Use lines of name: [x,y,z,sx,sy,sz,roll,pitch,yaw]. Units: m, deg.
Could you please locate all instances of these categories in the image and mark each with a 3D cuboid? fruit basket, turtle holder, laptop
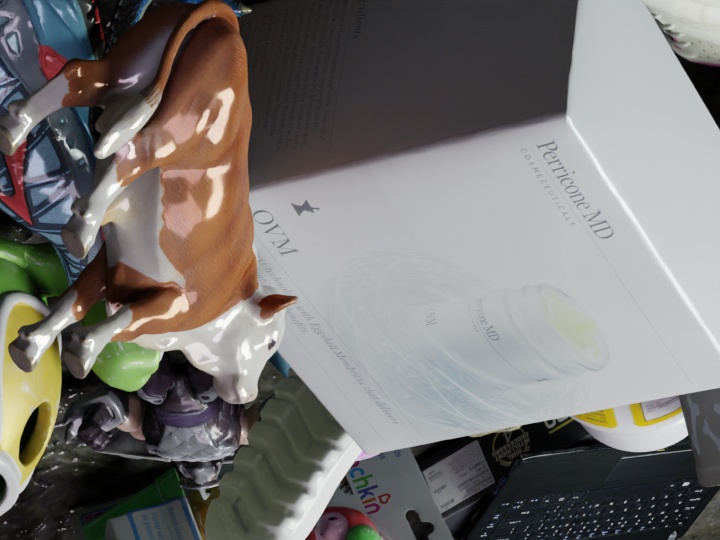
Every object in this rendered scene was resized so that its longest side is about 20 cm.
fruit basket: [-0.048,0.162,1.435,0.199,0.186,0.094,-20,134,-5]
turtle holder: [-0.194,0.054,1.226,0.184,0.132,0.141,-3,143,-24]
laptop: [0.151,0.196,1.590,0.176,0.104,0.200,-5,145,-27]

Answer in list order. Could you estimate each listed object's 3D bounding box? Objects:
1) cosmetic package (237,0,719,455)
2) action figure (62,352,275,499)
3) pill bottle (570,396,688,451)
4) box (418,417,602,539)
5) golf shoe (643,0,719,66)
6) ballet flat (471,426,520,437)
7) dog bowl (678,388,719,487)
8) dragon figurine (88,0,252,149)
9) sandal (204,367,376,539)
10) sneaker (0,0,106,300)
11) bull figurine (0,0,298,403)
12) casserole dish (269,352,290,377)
cosmetic package: [0.050,-0.031,1.171,0.199,0.123,0.200,-14,138,25]
action figure: [-0.094,0.060,1.353,0.129,0.070,0.201,-7,140,0]
pill bottle: [0.140,0.018,1.404,0.112,0.113,0.200,-23,148,0]
box: [0.153,0.112,1.608,0.199,0.049,0.161,-32,150,15]
golf shoe: [0.164,-0.132,1.242,0.199,0.076,0.092,6,141,-36]
ballet flat: [0.057,0.063,1.403,0.075,0.068,0.200,-24,178,1]
dog bowl: [0.249,0.039,1.316,0.199,0.059,0.200,-27,179,0]
dragon figurine: [-0.071,-0.150,1.043,0.200,0.059,0.099,-49,154,-2]
sandal: [-0.003,0.071,1.313,0.203,0.082,0.050,-49,132,-4]
sneaker: [-0.151,-0.066,1.134,0.095,0.079,0.201,-13,129,-3]
bull figurine: [-0.083,-0.016,1.050,0.121,0.065,0.201,-36,140,-34]
casserole dish: [0.000,0.000,1.361,0.120,0.039,0.200,-18,146,-10]
